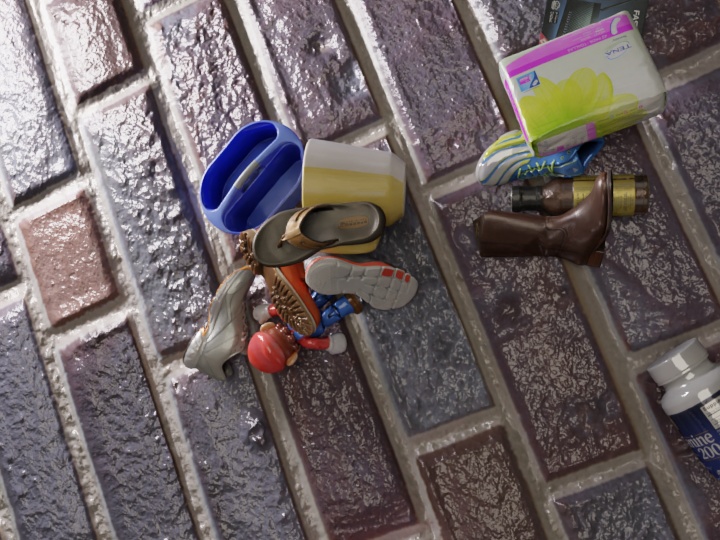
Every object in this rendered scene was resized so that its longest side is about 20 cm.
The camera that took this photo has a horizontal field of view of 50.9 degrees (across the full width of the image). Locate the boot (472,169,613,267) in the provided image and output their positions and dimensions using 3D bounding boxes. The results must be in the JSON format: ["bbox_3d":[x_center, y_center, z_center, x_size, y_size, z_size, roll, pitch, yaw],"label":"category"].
[{"bbox_3d":[0.263,-0.079,1.114,0.199,0.187,0.064,8,46,14],"label":"boot"}]

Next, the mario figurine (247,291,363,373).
[{"bbox_3d":[-0.096,0.091,1.234,0.200,0.106,0.123,-37,42,-3],"label":"mario figurine"}]

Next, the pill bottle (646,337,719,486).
[{"bbox_3d":[0.497,0.200,1.058,0.111,0.111,0.200,-35,79,8],"label":"pill bottle"}]

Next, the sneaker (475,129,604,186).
[{"bbox_3d":[0.274,-0.172,1.138,0.200,0.076,0.105,-31,39,8],"label":"sneaker"}]

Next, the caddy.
[{"bbox_3d":[-0.171,-0.149,1.241,0.141,0.105,0.200,42,95,12],"label":"caddy"}]

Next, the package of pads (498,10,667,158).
[{"bbox_3d":[0.317,-0.262,1.082,0.199,0.068,0.155,-20,68,13],"label":"package of pads"}]

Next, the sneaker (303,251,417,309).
[{"bbox_3d":[0.000,0.000,1.178,0.077,0.200,0.082,-60,34,22],"label":"sneaker"}]

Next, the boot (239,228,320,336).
[{"bbox_3d":[-0.098,0.006,1.181,0.107,0.075,0.200,-19,66,-30],"label":"boot"}]

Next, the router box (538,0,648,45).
[{"bbox_3d":[0.362,-0.409,1.163,0.149,0.062,0.201,10,88,12],"label":"router box"}]

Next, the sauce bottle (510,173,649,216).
[{"bbox_3d":[0.330,-0.112,1.147,0.199,0.065,0.065,1,86,14],"label":"sauce bottle"}]

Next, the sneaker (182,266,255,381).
[{"bbox_3d":[-0.210,0.091,1.255,0.092,0.076,0.200,29,100,6],"label":"sneaker"}]

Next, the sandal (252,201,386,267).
[{"bbox_3d":[-0.063,-0.056,1.084,0.199,0.055,0.082,-9,85,9],"label":"sandal"}]

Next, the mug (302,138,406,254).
[{"bbox_3d":[-0.006,-0.111,1.188,0.153,0.149,0.187,2,84,4],"label":"mug"}]
